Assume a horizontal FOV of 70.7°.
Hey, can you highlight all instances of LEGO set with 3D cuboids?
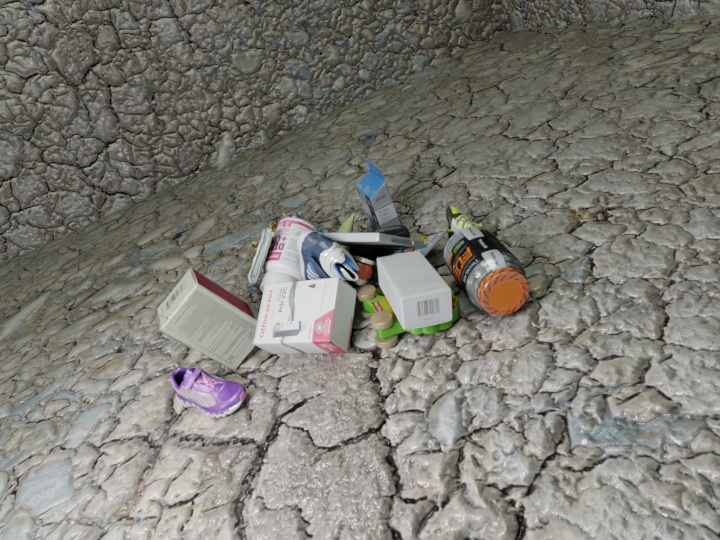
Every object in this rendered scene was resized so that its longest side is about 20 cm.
[{"bbox_3d":[-0.252,-0.115,1.578,0.200,0.116,0.154,11,42,45],"label":"LEGO set"}]

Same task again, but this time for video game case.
[{"bbox_3d":[0.017,-0.070,1.185,0.200,0.023,0.182,3,-1,39],"label":"video game case"}]

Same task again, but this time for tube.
[{"bbox_3d":[-0.047,-0.067,1.316,0.058,0.052,0.200,-5,45,15],"label":"tube"}]

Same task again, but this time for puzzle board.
[{"bbox_3d":[0.107,-0.030,1.241,0.200,0.017,0.151,-45,17,-34],"label":"puzzle board"}]

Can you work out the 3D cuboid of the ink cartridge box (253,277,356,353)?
[{"bbox_3d":[-0.121,0.101,1.102,0.199,0.085,0.146,-7,63,29],"label":"ink cartridge box"}]

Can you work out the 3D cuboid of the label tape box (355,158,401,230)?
[{"bbox_3d":[0.042,-0.202,1.436,0.066,0.200,0.143,-27,29,-5],"label":"label tape box"}]

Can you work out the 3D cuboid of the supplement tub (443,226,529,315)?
[{"bbox_3d":[0.254,-0.001,1.030,0.122,0.123,0.200,-22,28,1],"label":"supplement tub"}]

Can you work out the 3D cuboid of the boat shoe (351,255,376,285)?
[{"bbox_3d":[0.000,0.000,1.226,0.071,0.063,0.200,16,1,-4],"label":"boat shoe"}]

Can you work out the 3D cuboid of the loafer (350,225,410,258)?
[{"bbox_3d":[0.040,-0.077,1.347,0.200,0.073,0.072,-18,22,21],"label":"loafer"}]

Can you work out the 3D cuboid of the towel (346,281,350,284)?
[{"bbox_3d":[-0.092,0.054,1.271,0.132,0.035,0.200,-9,30,20],"label":"towel"}]

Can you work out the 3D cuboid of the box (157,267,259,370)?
[{"bbox_3d":[-0.331,0.109,1.139,0.128,0.200,0.109,-51,32,-1],"label":"box"}]

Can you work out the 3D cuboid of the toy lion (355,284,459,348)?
[{"bbox_3d":[0.104,0.077,1.076,0.191,0.069,0.200,-19,28,-8],"label":"toy lion"}]

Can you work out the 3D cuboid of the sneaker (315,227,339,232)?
[{"bbox_3d":[-0.089,-0.086,1.483,0.095,0.080,0.200,-24,32,-33],"label":"sneaker"}]

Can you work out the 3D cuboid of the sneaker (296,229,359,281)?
[{"bbox_3d":[-0.064,0.008,1.142,0.146,0.200,0.081,33,63,31],"label":"sneaker"}]

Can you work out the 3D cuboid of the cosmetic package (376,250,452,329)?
[{"bbox_3d":[0.104,0.034,1.026,0.101,0.074,0.200,-9,24,-7],"label":"cosmetic package"}]

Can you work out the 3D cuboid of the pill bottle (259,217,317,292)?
[{"bbox_3d":[-0.189,-0.029,1.340,0.113,0.113,0.200,-4,57,30],"label":"pill bottle"}]

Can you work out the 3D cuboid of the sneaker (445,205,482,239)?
[{"bbox_3d":[0.259,-0.094,1.251,0.076,0.076,0.200,-13,40,2],"label":"sneaker"}]

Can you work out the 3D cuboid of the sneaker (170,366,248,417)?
[{"bbox_3d":[-0.324,0.243,1.055,0.200,0.089,0.081,0,34,33],"label":"sneaker"}]

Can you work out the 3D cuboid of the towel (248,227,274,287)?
[{"bbox_3d":[-0.270,-0.029,1.358,0.200,0.031,0.150,156,132,-77],"label":"towel"}]

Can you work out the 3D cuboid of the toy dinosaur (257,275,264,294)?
[{"bbox_3d":[-0.223,-0.012,1.429,0.102,0.077,0.200,-9,24,49],"label":"toy dinosaur"}]
